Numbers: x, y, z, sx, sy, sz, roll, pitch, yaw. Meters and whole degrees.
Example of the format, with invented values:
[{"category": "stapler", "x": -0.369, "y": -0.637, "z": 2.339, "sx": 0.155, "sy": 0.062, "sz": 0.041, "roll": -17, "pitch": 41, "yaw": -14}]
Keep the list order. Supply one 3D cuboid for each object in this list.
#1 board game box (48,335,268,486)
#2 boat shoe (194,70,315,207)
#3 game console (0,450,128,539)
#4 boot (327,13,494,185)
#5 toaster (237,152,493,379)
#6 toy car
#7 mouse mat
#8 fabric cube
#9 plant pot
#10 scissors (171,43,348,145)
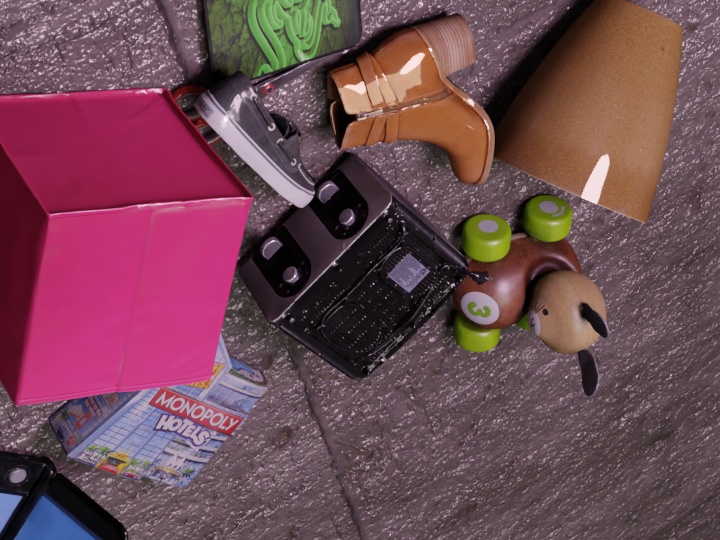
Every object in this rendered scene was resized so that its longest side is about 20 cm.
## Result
[{"category": "board game box", "x": -0.187, "y": 0.130, "z": 1.819, "sx": 0.200, "sy": 0.062, "sz": 0.200, "roll": -50, "pitch": 137, "yaw": 12}, {"category": "boat shoe", "x": -0.086, "y": -0.122, "z": 1.656, "sx": 0.057, "sy": 0.069, "sz": 0.200, "roll": -42, "pitch": 147, "yaw": 4}, {"category": "game console", "x": -0.371, "y": 0.299, "z": 1.793, "sx": 0.175, "sy": 0.116, "sz": 0.200, "roll": 16, "pitch": 114, "yaw": -43}, {"category": "boot", "x": 0.047, "y": -0.149, "z": 1.741, "sx": 0.154, "sy": 0.074, "sz": 0.201, "roll": -26, "pitch": 124, "yaw": -16}, {"category": "toaster", "x": 0.000, "y": 0.000, "z": 1.797, "sx": 0.181, "sy": 0.119, "sz": 0.200, "roll": -45, "pitch": 137, "yaw": 7}, {"category": "toy car", "x": 0.206, "y": 0.046, "z": 1.922, "sx": 0.157, "sy": 0.200, "sz": 0.165, "roll": -18, "pitch": 134, "yaw": -23}, {"category": "mouse mat", "x": -0.073, "y": -0.270, "z": 1.590, "sx": 0.160, "sy": 0.008, "sz": 0.201, "roll": -21, "pitch": 133, "yaw": -20}, {"category": "fabric cube", "x": -0.236, "y": -0.027, "z": 1.550, "sx": 0.199, "sy": 0.196, "sz": 0.200, "roll": -6, "pitch": 127, "yaw": -31}, {"category": "plant pot", "x": 0.251, "y": -0.177, "z": 1.802, "sx": 0.186, "sy": 0.186, "sz": 0.201, "roll": 18, "pitch": 98, "yaw": -43}, {"category": "scissors", "x": -0.100, "y": -0.165, "z": 1.665, "sx": 0.199, "sy": 0.014, "sz": 0.073, "roll": -20, "pitch": 132, "yaw": -22}]
